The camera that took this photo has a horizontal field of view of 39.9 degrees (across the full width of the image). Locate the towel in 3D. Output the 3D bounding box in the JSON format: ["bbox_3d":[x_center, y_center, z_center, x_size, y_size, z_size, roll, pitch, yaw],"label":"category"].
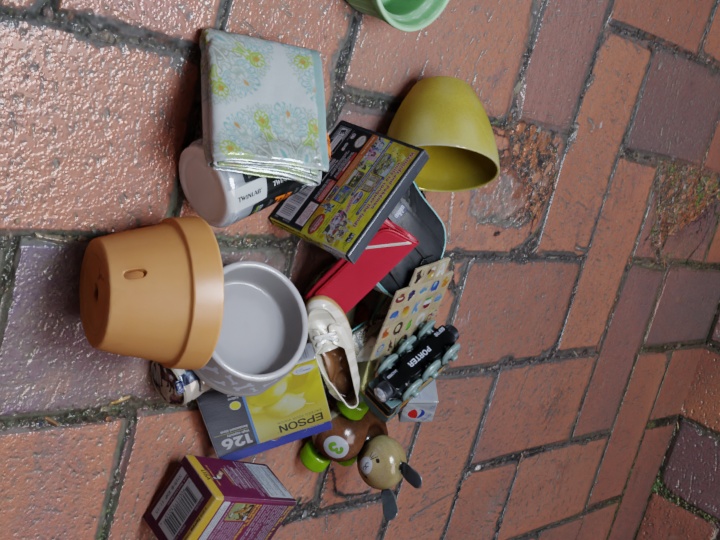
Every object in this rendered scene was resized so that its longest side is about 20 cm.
[{"bbox_3d":[-0.126,-0.216,1.309,0.169,0.048,0.203,7,68,-31],"label":"towel"}]

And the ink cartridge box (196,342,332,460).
[{"bbox_3d":[-0.148,0.225,1.568,0.195,0.047,0.202,-18,127,-6],"label":"ink cartridge box"}]

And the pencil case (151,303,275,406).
[{"bbox_3d":[-0.215,0.120,1.477,0.199,0.077,0.090,-33,147,-34],"label":"pencil case"}]

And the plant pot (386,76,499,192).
[{"bbox_3d":[0.133,-0.231,1.628,0.199,0.197,0.144,27,63,-52],"label":"plant pot"}]

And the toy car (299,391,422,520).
[{"bbox_3d":[0.020,0.331,1.734,0.157,0.201,0.165,1,131,-50],"label":"toy car"}]

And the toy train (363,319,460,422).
[{"bbox_3d":[0.086,0.165,1.646,0.199,0.085,0.115,-37,162,-35],"label":"toy train"}]

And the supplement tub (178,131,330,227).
[{"bbox_3d":[-0.143,-0.150,1.378,0.199,0.122,0.124,-29,130,-36],"label":"supplement tub"}]

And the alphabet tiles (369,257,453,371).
[{"bbox_3d":[0.084,0.072,1.621,0.165,0.006,0.202,-18,136,-51],"label":"alphabet tiles"}]

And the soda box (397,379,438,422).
[{"bbox_3d":[0.092,0.167,1.768,0.062,0.202,0.069,0,142,-8],"label":"soda box"}]

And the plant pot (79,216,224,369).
[{"bbox_3d":[-0.278,0.029,1.280,0.138,0.200,0.203,0,111,-31],"label":"plant pot"}]

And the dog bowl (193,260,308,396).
[{"bbox_3d":[-0.164,0.079,1.441,0.197,0.059,0.203,11,68,-27],"label":"dog bowl"}]

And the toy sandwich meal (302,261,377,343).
[{"bbox_3d":[-0.034,0.075,1.671,0.204,0.070,0.208,-27,128,-39],"label":"toy sandwich meal"}]

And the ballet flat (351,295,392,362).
[{"bbox_3d":[0.030,0.103,1.657,0.200,0.075,0.068,-43,162,-32],"label":"ballet flat"}]

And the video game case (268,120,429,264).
[{"bbox_3d":[-0.019,-0.123,1.490,0.201,0.179,0.026,-54,139,-13],"label":"video game case"}]

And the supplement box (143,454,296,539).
[{"bbox_3d":[-0.219,0.380,1.574,0.132,0.103,0.199,-55,143,9],"label":"supplement box"}]

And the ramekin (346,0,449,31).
[{"bbox_3d":[0.053,-0.463,1.457,0.199,0.097,0.203,-27,129,-39],"label":"ramekin"}]

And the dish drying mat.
[{"bbox_3d":[0.000,0.000,1.521,0.076,0.018,0.200,28,126,-26],"label":"dish drying mat"}]

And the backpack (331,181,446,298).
[{"bbox_3d":[0.036,-0.060,1.602,0.200,0.153,0.177,44,73,-26],"label":"backpack"}]

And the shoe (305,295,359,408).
[{"bbox_3d":[-0.039,0.131,1.572,0.069,0.054,0.202,-18,118,1],"label":"shoe"}]

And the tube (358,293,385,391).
[{"bbox_3d":[0.025,0.116,1.779,0.051,0.058,0.203,12,99,-31],"label":"tube"}]
